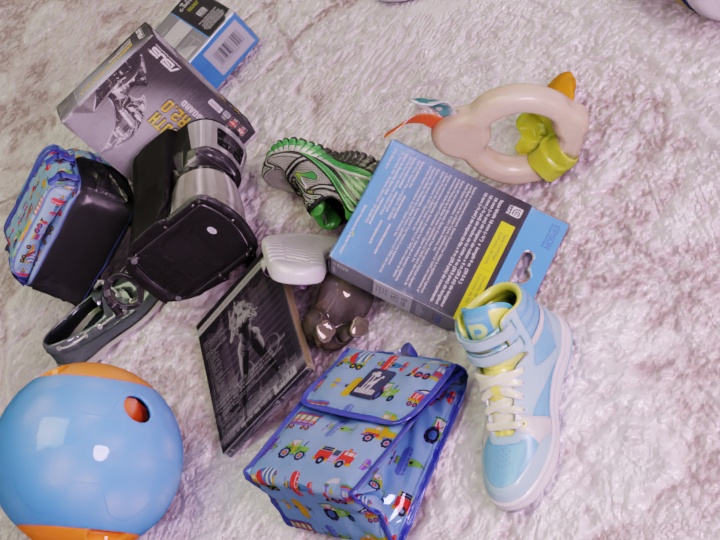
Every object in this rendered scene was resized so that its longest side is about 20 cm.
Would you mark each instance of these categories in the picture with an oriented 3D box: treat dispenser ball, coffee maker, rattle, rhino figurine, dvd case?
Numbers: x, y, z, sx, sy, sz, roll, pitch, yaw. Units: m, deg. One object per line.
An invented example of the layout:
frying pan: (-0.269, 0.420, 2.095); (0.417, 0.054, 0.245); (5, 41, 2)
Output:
treat dispenser ball: (-0.287, 0.197, 1.454); (0.201, 0.201, 0.201); (-23, 46, 26)
coffee maker: (-0.222, -0.070, 1.643); (0.192, 0.135, 0.200); (-16, 35, 4)
rattle: (0.126, -0.174, 1.393); (0.200, 0.130, 0.143); (7, 66, -4)
rhino figurine: (0.000, 0.000, 1.460); (0.200, 0.060, 0.087); (-62, 12, -18)
dvd case: (-0.119, 0.084, 1.514); (0.149, 0.016, 0.200); (-47, 39, 24)

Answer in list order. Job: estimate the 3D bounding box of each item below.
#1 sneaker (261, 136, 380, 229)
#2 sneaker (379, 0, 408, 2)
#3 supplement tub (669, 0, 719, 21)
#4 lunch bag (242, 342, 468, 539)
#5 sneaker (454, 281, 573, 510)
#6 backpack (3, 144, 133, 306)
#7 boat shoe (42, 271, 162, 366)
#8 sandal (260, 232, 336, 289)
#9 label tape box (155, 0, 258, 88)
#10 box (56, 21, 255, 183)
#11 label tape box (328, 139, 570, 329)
sneaker: (-0.049, -0.097, 1.574); (0.200, 0.078, 0.085); (15, 72, 47)
sneaker: (0.063, -0.408, 1.673); (0.202, 0.146, 0.077); (-13, 53, 36)
supplement tub: (0.325, -0.346, 1.393); (0.144, 0.144, 0.200); (-48, 40, 0)
lunch bag: (0.009, 0.154, 1.333); (0.150, 0.094, 0.200); (2, 48, 43)
sneaker: (0.122, 0.102, 1.225); (0.079, 0.131, 0.200); (-11, 53, 34)
backpack: (-0.377, -0.078, 1.787); (0.183, 0.134, 0.200); (-56, 30, 21)
boat shoe: (-0.308, 0.044, 1.701); (0.200, 0.062, 0.073); (-44, 38, 4)
sandal: (-0.071, -0.005, 1.482); (0.203, 0.082, 0.050); (-70, -13, -78)
label tape box: (-0.248, -0.315, 1.922); (0.144, 0.063, 0.200); (-49, 40, -2)
box: (-0.255, -0.189, 1.734); (0.158, 0.200, 0.048); (-42, 37, 6)
label tape box: (0.087, -0.022, 1.386); (0.200, 0.063, 0.144); (27, 74, 7)
